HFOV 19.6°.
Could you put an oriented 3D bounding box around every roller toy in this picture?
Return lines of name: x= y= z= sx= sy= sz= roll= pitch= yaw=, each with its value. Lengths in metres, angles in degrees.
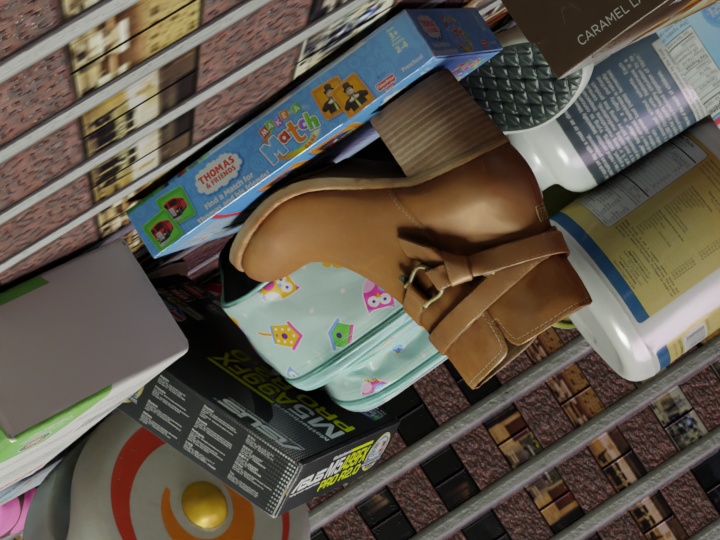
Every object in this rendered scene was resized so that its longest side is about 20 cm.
roller toy: x=-0.134 y=0.189 z=1.475 sx=0.182 sy=0.200 sz=0.140 roll=-23 pitch=168 yaw=-39

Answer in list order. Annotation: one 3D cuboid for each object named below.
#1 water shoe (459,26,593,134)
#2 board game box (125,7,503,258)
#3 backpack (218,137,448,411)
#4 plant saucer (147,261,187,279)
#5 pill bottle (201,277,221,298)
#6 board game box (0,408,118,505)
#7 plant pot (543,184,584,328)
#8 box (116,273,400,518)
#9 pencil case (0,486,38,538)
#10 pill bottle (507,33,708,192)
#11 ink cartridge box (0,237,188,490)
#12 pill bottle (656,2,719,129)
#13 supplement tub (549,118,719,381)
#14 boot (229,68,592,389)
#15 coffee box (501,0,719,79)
water shoe: x=0.096 y=-0.132 z=1.441 sx=0.200 sy=0.071 sz=0.079 roll=-32 pitch=-160 yaw=51
board game box: x=-0.023 y=-0.082 z=1.199 sx=0.200 sy=0.037 sz=0.151 roll=-33 pitch=177 yaw=19
backpack: x=0.000 y=0.000 z=1.345 sx=0.176 sy=0.153 sz=0.200 roll=-35 pitch=-175 yaw=6
plant saucer: x=-0.206 y=0.060 z=1.540 sx=0.200 sy=0.032 sz=0.200 roll=-34 pitch=176 yaw=-3
pill bottle: x=-0.116 y=0.067 z=1.736 sx=0.112 sy=0.112 sz=0.200 roll=-36 pitch=175 yaw=35
board game box: x=-0.241 y=0.128 z=1.548 sx=0.200 sy=0.043 sz=0.199 roll=-36 pitch=175 yaw=31
plant pot: x=0.172 y=-0.091 z=1.708 sx=0.193 sy=0.200 sz=0.200 roll=-48 pitch=171 yaw=21
box: x=-0.091 y=0.078 z=1.389 sx=0.044 sy=0.200 sz=0.160 roll=-63 pitch=161 yaw=17
pencil case: x=-0.311 y=0.179 z=1.735 sx=0.091 sy=0.094 sz=0.200 roll=-24 pitch=177 yaw=11
pill bottle: x=0.171 y=-0.129 z=1.559 sx=0.200 sy=0.120 sz=0.120 roll=-33 pitch=176 yaw=6
ink cartridge box: x=-0.220 y=0.078 z=1.255 sx=0.145 sy=0.084 sz=0.200 roll=-29 pitch=174 yaw=-44
pill bottle: x=0.268 y=-0.156 z=1.404 sx=0.109 sy=0.200 sz=0.109 roll=-33 pitch=176 yaw=-2
supplement tub: x=0.246 y=-0.025 z=1.588 sx=0.200 sy=0.145 sz=0.145 roll=-35 pitch=176 yaw=-4
boot: x=0.027 y=-0.001 z=1.172 sx=0.200 sy=0.155 sz=0.077 roll=-35 pitch=176 yaw=31
coffee box: x=0.174 y=-0.187 z=1.151 sx=0.114 sy=0.080 sz=0.200 roll=-36 pitch=175 yaw=39
